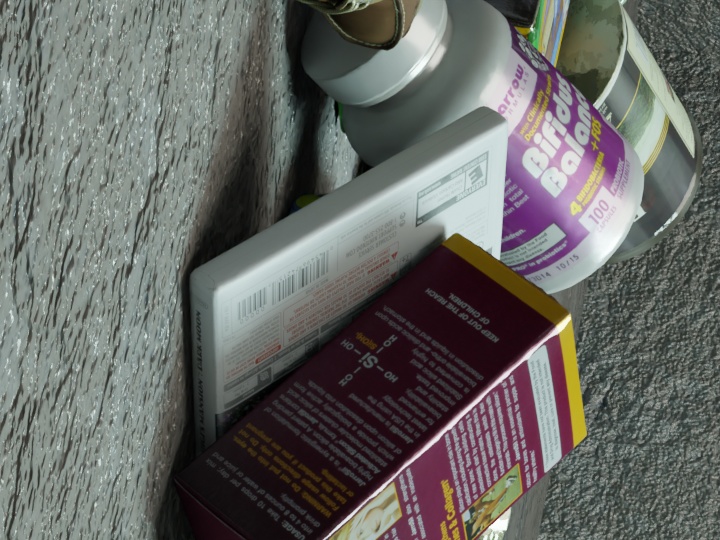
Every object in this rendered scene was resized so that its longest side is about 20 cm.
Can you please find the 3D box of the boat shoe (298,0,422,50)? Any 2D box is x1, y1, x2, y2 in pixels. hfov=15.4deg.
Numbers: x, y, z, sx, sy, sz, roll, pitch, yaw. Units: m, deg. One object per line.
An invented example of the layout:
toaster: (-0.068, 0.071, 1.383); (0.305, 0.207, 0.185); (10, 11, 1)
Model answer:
boat shoe: (-0.017, -0.164, 1.308); (0.200, 0.075, 0.074); (67, 37, -59)

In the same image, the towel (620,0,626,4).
towel: (0.120, -0.157, 1.934); (0.200, 0.023, 0.153); (-40, -173, 21)

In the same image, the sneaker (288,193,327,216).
sneaker: (0.000, 0.000, 1.545); (0.200, 0.070, 0.083); (30, 68, -81)

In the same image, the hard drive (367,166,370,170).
hard drive: (0.022, 0.001, 1.785); (0.200, 0.042, 0.135); (86, 15, -55)

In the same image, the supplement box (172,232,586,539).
supplement box: (0.014, 0.093, 1.337); (0.200, 0.086, 0.111); (-40, 145, -21)

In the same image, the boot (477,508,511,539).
boot: (0.026, 0.101, 1.512); (0.154, 0.072, 0.201); (9, 104, -42)

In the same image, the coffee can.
coffee can: (0.132, -0.107, 1.768); (0.200, 0.146, 0.147); (45, 52, -59)

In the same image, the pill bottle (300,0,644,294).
pill bottle: (0.061, -0.083, 1.484); (0.200, 0.112, 0.113); (40, 49, -34)

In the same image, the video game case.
video game case: (-0.005, 0.030, 1.359); (0.200, 0.023, 0.182); (-31, 140, -32)

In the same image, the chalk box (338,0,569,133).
chalk box: (0.064, -0.186, 1.614); (0.124, 0.124, 0.201); (87, 16, -52)
